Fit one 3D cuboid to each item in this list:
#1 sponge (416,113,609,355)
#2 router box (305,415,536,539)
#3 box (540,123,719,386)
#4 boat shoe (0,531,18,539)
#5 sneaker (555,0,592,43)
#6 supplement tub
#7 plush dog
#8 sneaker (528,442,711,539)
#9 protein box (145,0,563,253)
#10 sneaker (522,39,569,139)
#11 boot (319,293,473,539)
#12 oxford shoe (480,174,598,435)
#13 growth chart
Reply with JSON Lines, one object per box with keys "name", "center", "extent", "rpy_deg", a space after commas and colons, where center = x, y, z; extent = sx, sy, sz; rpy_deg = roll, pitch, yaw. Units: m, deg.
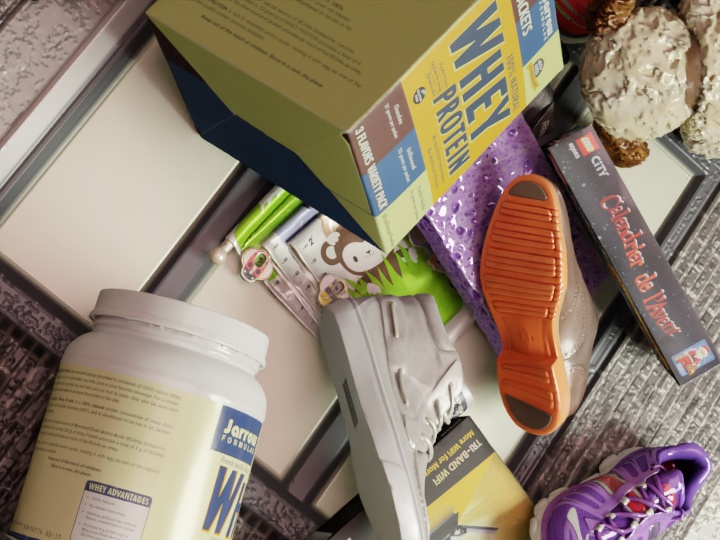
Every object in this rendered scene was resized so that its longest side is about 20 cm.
{"name": "sponge", "center": [0.108, -0.033, 1.161], "extent": [0.112, 0.030, 0.200], "rpy_deg": [-44, 123, -18]}
{"name": "router box", "center": [0.047, 0.230, 1.133], "extent": [0.200, 0.052, 0.158], "rpy_deg": [-40, 97, -20]}
{"name": "box", "center": [0.204, -0.016, 1.174], "extent": [0.038, 0.137, 0.201], "rpy_deg": [-29, 92, 7]}
{"name": "boat shoe", "center": [-0.265, 0.167, 0.960], "extent": [0.074, 0.200, 0.060], "rpy_deg": [-43, 141, -6]}
{"name": "sneaker", "center": [0.174, -0.286, 1.227], "extent": [0.077, 0.085, 0.202], "rpy_deg": [-11, 88, -22]}
{"name": "supplement tub", "center": [-0.145, 0.126, 1.028], "extent": [0.144, 0.145, 0.201], "rpy_deg": [19, 78, -17]}
{"name": "plush dog", "center": [0.252, -0.155, 1.184], "extent": [0.170, 0.161, 0.201], "rpy_deg": [-10, 116, -5]}
{"name": "sneaker", "center": [0.198, 0.177, 1.145], "extent": [0.200, 0.083, 0.081], "rpy_deg": [-34, 92, -46]}
{"name": "protein box", "center": [0.001, -0.160, 1.074], "extent": [0.198, 0.135, 0.200], "rpy_deg": [33, 69, 30]}
{"name": "sneaker", "center": [0.106, -0.117, 1.191], "extent": [0.090, 0.066, 0.201], "rpy_deg": [30, 72, -11]}
{"name": "boot", "center": [0.041, 0.106, 1.096], "extent": [0.095, 0.074, 0.201], "rpy_deg": [-8, 68, -18]}
{"name": "oxford shoe", "center": [0.138, 0.018, 1.144], "extent": [0.073, 0.071, 0.201], "rpy_deg": [-28, 123, -44]}
{"name": "growth chart", "center": [0.000, 0.000, 1.165], "extent": [0.200, 0.018, 0.145], "rpy_deg": [41, 71, -11]}
